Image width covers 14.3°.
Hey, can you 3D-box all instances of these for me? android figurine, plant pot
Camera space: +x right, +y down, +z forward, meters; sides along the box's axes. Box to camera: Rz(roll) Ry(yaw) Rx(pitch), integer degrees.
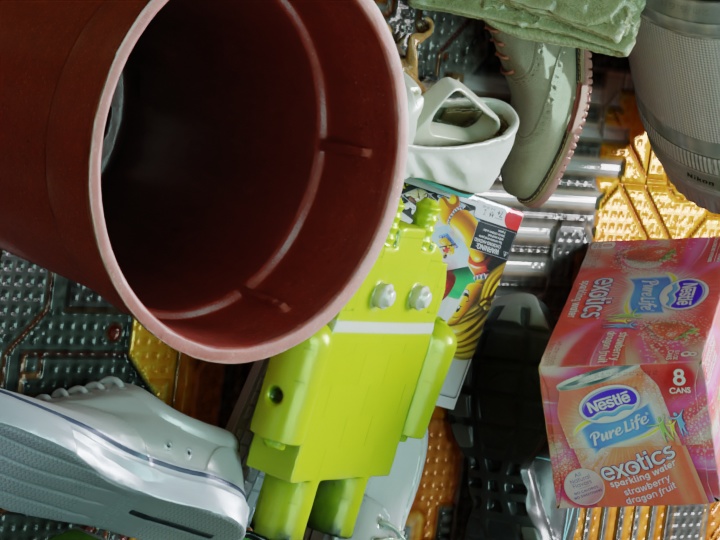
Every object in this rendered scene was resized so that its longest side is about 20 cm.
[{"bbox_3d":[-0.003,0.053,1.597,0.182,0.041,0.201,7,103,-63],"label":"android figurine"},{"bbox_3d":[-0.113,-0.072,1.426,0.200,0.195,0.202,-12,108,-41],"label":"plant pot"}]

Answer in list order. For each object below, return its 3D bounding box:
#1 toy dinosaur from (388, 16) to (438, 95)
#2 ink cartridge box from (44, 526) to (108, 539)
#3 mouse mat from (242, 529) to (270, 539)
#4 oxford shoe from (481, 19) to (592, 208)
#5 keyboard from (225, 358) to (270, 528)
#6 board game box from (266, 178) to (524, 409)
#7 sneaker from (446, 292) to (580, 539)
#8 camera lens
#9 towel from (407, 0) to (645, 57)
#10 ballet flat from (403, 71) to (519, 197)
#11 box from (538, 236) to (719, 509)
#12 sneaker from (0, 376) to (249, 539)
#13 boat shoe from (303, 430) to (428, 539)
[{"bbox_3d":[-0.008,-0.120,1.611,0.199,0.060,0.107,4,99,-44],"label":"toy dinosaur"},{"bbox_3d":[-0.176,0.210,1.464,0.199,0.147,0.076,-19,113,-40],"label":"ink cartridge box"},{"bbox_3d":[-0.059,0.255,1.620,0.160,0.008,0.201,28,98,-26],"label":"mouse mat"},{"bbox_3d":[0.098,-0.139,1.716,0.073,0.071,0.201,5,93,-23],"label":"oxford shoe"},{"bbox_3d":[-0.035,0.050,1.612,0.056,0.011,0.201,20,95,-45],"label":"keyboard"},{"bbox_3d":[0.000,0.000,1.656,0.199,0.035,0.127,16,95,-45],"label":"board game box"},{"bbox_3d":[0.099,0.108,1.773,0.079,0.075,0.201,-24,118,-60],"label":"sneaker"},{"bbox_3d":[0.239,-0.150,1.752,0.160,0.159,0.201,-47,143,-26],"label":"camera lens"},{"bbox_3d":[0.112,-0.232,1.663,0.036,0.147,0.201,95,11,-86],"label":"towel"},{"bbox_3d":[0.022,-0.083,1.593,0.200,0.069,0.070,5,96,-55],"label":"ballet flat"},{"bbox_3d":[0.177,0.058,1.740,0.200,0.102,0.095,-57,142,-63],"label":"box"},{"bbox_3d":[-0.147,0.092,1.530,0.199,0.073,0.071,25,45,-35],"label":"sneaker"},{"bbox_3d":[0.000,0.170,1.681,0.073,0.067,0.201,35,75,-43],"label":"boat shoe"}]
